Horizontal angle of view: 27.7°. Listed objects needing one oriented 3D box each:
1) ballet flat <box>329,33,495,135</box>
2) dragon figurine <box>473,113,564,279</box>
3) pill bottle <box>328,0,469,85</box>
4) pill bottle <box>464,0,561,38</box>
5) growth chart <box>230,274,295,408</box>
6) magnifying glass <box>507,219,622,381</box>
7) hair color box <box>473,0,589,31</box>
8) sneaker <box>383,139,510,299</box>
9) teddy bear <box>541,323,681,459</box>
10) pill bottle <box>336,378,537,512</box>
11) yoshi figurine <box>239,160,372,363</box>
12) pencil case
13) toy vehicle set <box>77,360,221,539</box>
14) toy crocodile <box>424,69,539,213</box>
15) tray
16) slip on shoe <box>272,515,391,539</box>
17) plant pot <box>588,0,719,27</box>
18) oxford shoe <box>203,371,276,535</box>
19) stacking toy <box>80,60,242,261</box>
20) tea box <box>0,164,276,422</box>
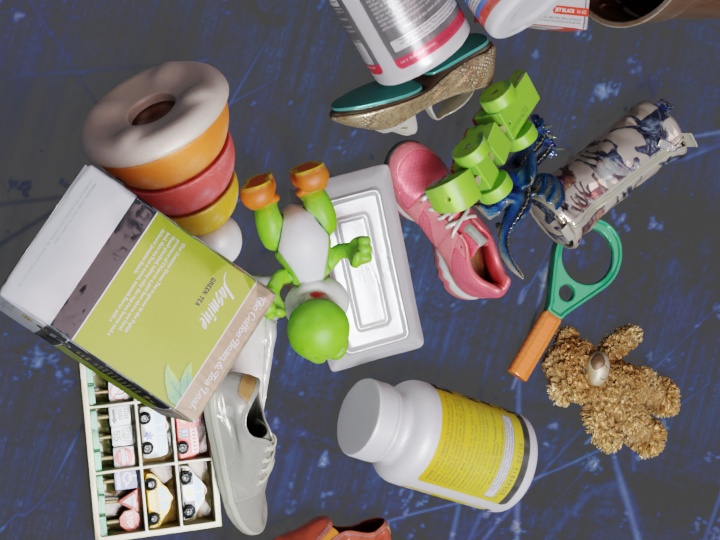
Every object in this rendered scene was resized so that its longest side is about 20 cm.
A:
[{"bbox_3d":[0.060,-0.176,1.495,0.199,0.070,0.066,-26,123,-18],"label":"ballet flat"},{"bbox_3d":[0.173,-0.086,1.524,0.099,0.201,0.059,-31,121,21],"label":"dragon figurine"},{"bbox_3d":[0.016,-0.292,1.426,0.111,0.111,0.201,-40,114,-17],"label":"pill bottle"},{"bbox_3d":[0.117,-0.339,1.435,0.112,0.112,0.201,-31,78,-20],"label":"pill bottle"},{"bbox_3d":[-0.146,0.093,1.451,0.144,0.018,0.202,13,91,-28],"label":"growth chart"},{"bbox_3d":[0.224,0.032,1.628,0.079,0.022,0.201,33,80,-11],"label":"magnifying glass"},{"bbox_3d":[0.186,-0.357,1.528,0.110,0.064,0.202,1,96,-20],"label":"hair color box"},{"bbox_3d":[0.100,-0.053,1.520,0.074,0.087,0.201,-41,113,-17],"label":"sneaker"},{"bbox_3d":[0.296,0.138,1.665,0.145,0.067,0.200,-48,116,-16],"label":"teddy bear"},{"bbox_3d":[0.079,0.179,1.530,0.199,0.111,0.112,20,88,-29],"label":"pill bottle"},{"bbox_3d":[-0.050,0.003,1.415,0.112,0.112,0.201,-33,114,-48],"label":"yoshi figurine"},{"bbox_3d":[0.271,-0.105,1.603,0.200,0.089,0.078,-39,114,-17],"label":"pencil case"},{"bbox_3d":[-0.204,0.155,1.406,0.123,0.026,0.202,-6,98,-16],"label":"toy vehicle set"},{"bbox_3d":[0.131,-0.132,1.501,0.068,0.061,0.201,53,51,-31],"label":"toy crocodile"},{"bbox_3d":[0.000,0.000,1.497,0.107,0.022,0.202,-15,105,-11],"label":"tray"},{"bbox_3d":[-0.051,0.283,1.503,0.199,0.074,0.062,4,87,-33],"label":"slip on shoe"},{"bbox_3d":[0.355,-0.354,1.561,0.197,0.200,0.202,-2,99,-35],"label":"plant pot"},{"bbox_3d":[-0.109,0.182,1.426,0.057,0.075,0.201,-3,124,9],"label":"oxford shoe"},{"bbox_3d":[-0.160,-0.081,1.370,0.146,0.146,0.201,-38,128,-18],"label":"stacking toy"},{"bbox_3d":[-0.204,0.026,1.280,0.196,0.200,0.134,36,78,-12],"label":"tea box"}]
